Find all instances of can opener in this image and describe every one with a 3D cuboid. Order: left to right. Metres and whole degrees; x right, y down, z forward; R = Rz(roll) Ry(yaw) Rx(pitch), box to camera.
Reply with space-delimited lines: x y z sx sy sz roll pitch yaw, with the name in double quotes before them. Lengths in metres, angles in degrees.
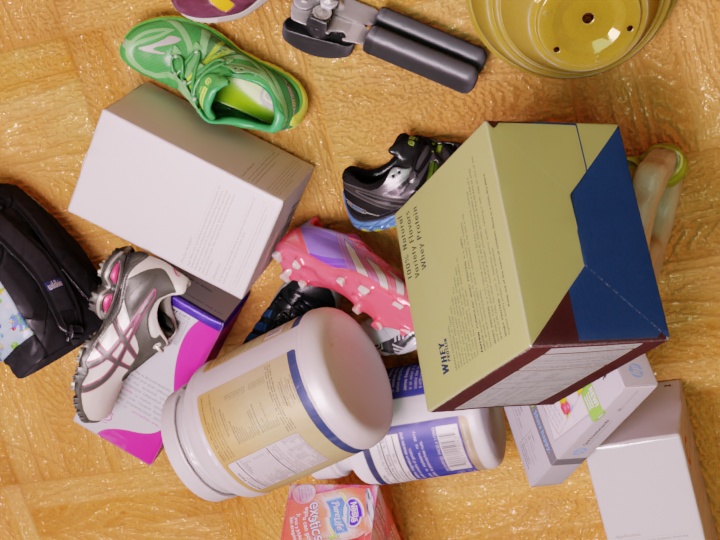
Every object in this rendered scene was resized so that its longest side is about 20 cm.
"can opener" 0.023 -0.223 1.250 0.199 0.053 0.067 20 149 7

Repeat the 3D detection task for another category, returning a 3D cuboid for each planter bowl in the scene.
"planter bowl" 0.195 -0.239 1.139 0.199 0.084 0.201 -1 127 -1

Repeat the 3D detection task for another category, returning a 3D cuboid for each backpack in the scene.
"backpack" -0.368 0.004 1.373 0.153 0.163 0.201 -26 97 36

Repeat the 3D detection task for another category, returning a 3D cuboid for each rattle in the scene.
"rattle" 0.232 -0.029 1.234 0.142 0.130 0.201 9 119 8

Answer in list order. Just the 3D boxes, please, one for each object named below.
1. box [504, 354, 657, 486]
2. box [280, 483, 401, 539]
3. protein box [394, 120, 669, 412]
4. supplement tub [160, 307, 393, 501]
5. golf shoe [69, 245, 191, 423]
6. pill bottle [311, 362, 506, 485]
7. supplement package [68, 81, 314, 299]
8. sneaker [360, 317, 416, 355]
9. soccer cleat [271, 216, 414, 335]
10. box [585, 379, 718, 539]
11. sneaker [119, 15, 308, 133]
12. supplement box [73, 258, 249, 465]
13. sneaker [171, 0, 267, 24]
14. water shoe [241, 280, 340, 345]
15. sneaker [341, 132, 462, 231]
"box" 0.196 0.093 1.234 0.041 0.156 0.200 -1 147 -24
"box" -0.012 0.319 1.392 0.102 0.095 0.200 -2 142 13
"protein box" 0.142 0.002 1.134 0.134 0.199 0.200 -1 159 -23
"supplement tub" -0.083 0.137 1.271 0.199 0.144 0.145 -27 103 24
"golf shoe" -0.236 0.076 1.300 0.088 0.077 0.201 19 114 0
"pill bottle" 0.043 0.160 1.349 0.199 0.120 0.120 -11 108 18
"supplement package" -0.169 -0.084 1.304 0.199 0.120 0.122 27 116 2
"sneaker" 0.071 0.007 1.310 0.199 0.075 0.115 -21 103 16
"soccer cleat" 0.000 0.000 1.282 0.199 0.076 0.067 22 147 35
"box" 0.299 0.232 1.311 0.097 0.124 0.201 -11 107 18
"sneaker" -0.148 -0.194 1.277 0.199 0.084 0.074 23 115 5
"supplement box" -0.215 0.093 1.395 0.101 0.103 0.200 30 113 1
"sneaker" -0.095 -0.295 1.211 0.199 0.090 0.075 -14 70 12
"water shoe" -0.089 0.085 1.374 0.071 0.079 0.200 35 115 -2
"sneaker" 0.070 -0.100 1.267 0.199 0.071 0.083 -17 108 21
